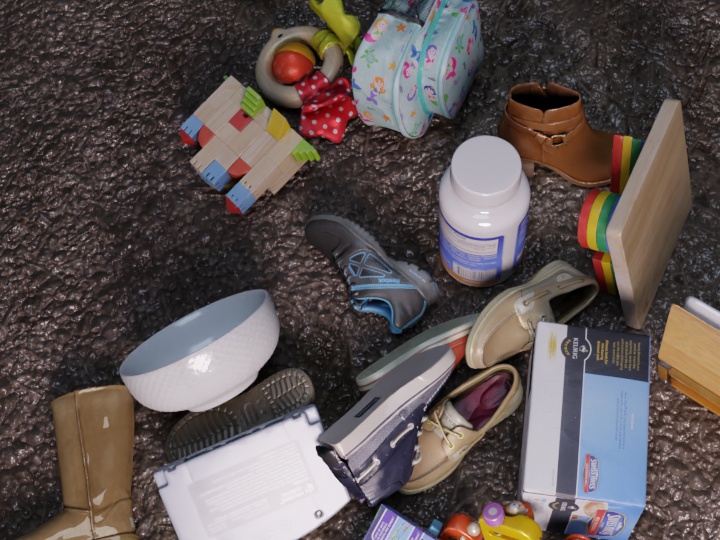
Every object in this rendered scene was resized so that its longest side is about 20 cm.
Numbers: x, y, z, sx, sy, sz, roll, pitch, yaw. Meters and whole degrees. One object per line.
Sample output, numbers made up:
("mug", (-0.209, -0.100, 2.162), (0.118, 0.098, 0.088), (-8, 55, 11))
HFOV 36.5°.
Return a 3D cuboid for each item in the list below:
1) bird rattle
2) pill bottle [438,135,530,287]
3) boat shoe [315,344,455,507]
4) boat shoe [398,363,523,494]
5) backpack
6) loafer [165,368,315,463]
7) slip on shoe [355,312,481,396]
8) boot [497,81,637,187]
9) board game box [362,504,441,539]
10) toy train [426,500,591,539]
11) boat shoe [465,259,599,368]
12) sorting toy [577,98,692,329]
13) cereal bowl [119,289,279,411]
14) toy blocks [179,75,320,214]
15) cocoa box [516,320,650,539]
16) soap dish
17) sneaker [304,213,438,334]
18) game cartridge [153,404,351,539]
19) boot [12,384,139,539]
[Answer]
("bird rattle", (-0.070, -0.278, 1.535), (0.161, 0.113, 0.203), (6, 75, 21))
("pill bottle", (0.149, -0.073, 1.325), (0.110, 0.201, 0.114), (-2, 61, 3))
("boat shoe", (0.045, 0.176, 1.230), (0.199, 0.074, 0.093), (-37, 106, -20))
("boat shoe", (0.108, 0.177, 1.269), (0.200, 0.067, 0.074), (-41, 66, -16))
("backpack", (0.074, -0.281, 1.459), (0.149, 0.178, 0.201), (25, 70, 23))
("loafer", (-0.135, 0.185, 1.288), (0.198, 0.068, 0.076), (-25, 61, 9))
("slip on shoe", (0.088, 0.108, 1.317), (0.198, 0.074, 0.062), (-30, 98, -18))
("boot", (0.275, -0.184, 1.399), (0.197, 0.156, 0.078), (6, 61, 8))
("board game box", (0.031, 0.372, 1.156), (0.134, 0.034, 0.202), (29, 85, 19))
("toy train", (0.173, 0.298, 1.167), (0.198, 0.151, 0.056), (28, 55, 10))
("boat shoe", (0.206, 0.057, 1.303), (0.199, 0.073, 0.065), (-33, 41, -30))
("sorting toy", (0.329, -0.071, 1.318), (0.069, 0.200, 0.202), (15, 62, 30))
("cereal bowl", (-0.178, 0.105, 1.285), (0.198, 0.200, 0.084), (-30, 104, -11))
("toy blocks", (-0.167, -0.162, 1.470), (0.137, 0.100, 0.200), (-45, 67, -6))
("cocoa box", (0.248, 0.180, 1.217), (0.129, 0.134, 0.203), (6, 61, 7))
("soap dish", (0.405, 0.112, 1.215), (0.156, 0.200, 0.082), (34, 87, 20))
("sneaker", (0.000, 0.000, 1.370), (0.199, 0.074, 0.082), (33, 69, 20))
("game cartridge", (-0.118, 0.249, 1.229), (0.197, 0.040, 0.135), (-22, 92, -1))
("boot", (-0.344, 0.245, 1.276), (0.172, 0.066, 0.202), (-6, 61, -13))
